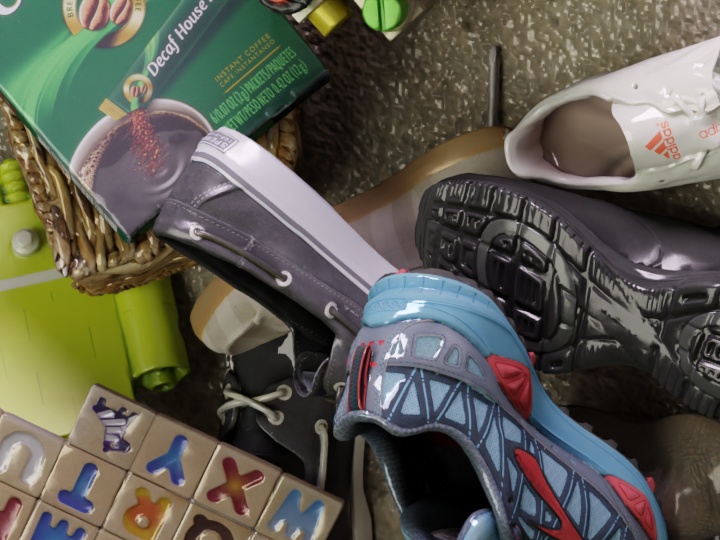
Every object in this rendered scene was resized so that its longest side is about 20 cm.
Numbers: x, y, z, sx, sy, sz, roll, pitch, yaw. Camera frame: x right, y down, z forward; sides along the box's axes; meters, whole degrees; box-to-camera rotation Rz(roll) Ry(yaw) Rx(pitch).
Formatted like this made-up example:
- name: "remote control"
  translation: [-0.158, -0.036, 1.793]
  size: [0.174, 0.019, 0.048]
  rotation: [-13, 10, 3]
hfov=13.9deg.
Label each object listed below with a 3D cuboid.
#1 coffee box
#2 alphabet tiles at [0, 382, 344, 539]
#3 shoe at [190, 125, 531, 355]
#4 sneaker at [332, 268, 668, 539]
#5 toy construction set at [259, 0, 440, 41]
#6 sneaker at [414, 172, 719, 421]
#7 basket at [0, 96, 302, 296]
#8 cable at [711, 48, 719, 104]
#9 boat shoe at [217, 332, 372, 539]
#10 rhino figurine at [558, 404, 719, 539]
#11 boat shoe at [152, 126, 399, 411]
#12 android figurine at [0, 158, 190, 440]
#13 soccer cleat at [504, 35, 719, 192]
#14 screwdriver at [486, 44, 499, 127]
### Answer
- name: "coffee box"
  translation: [-0.123, -0.124, 1.323]
  size: [0.200, 0.123, 0.044]
  rotation: [51, 177, 1]
- name: "alphabet tiles"
  translation: [-0.132, 0.138, 1.433]
  size: [0.200, 0.008, 0.167]
  rotation: [25, 109, -3]
- name: "shoe"
  translation: [0.000, 0.000, 1.346]
  size: [0.200, 0.070, 0.053]
  rotation: [-30, 72, 35]
- name: "sneaker"
  translation: [0.052, 0.096, 1.231]
  size: [0.079, 0.096, 0.200]
  rotation: [-15, 126, 43]
- name: "toy construction set"
  translation: [-0.007, -0.182, 1.291]
  size: [0.131, 0.092, 0.200]
  rotation: [-42, 74, 19]
- name: "sneaker"
  translation: [0.117, 0.007, 1.249]
  size: [0.200, 0.091, 0.076]
  rotation: [23, 116, 20]
- name: "basket"
  translation: [-0.105, -0.101, 1.419]
  size: [0.149, 0.143, 0.200]
  rotation: [109, 141, -86]
- name: "cable"
  translation: [0.231, -0.024, 1.100]
  size: [0.200, 0.069, 0.200]
  rotation: [31, 165, 19]
- name: "boat shoe"
  translation: [-0.040, 0.082, 1.446]
  size: [0.074, 0.060, 0.200]
  rotation: [10, 112, 38]
- name: "rhino figurine"
  translation: [0.142, 0.102, 1.295]
  size: [0.200, 0.060, 0.088]
  rotation: [2, 109, 39]
- name: "boat shoe"
  translation: [-0.009, 0.025, 1.277]
  size: [0.200, 0.066, 0.070]
  rotation: [44, 166, -22]
- name: "android figurine"
  translation: [-0.181, 0.037, 1.494]
  size: [0.041, 0.182, 0.200]
  rotation: [87, 171, -66]
- name: "soccer cleat"
  translation: [0.149, -0.066, 1.215]
  size: [0.200, 0.078, 0.069]
  rotation: [-15, 95, 43]
- name: "screwdriver"
  translation: [0.057, -0.005, 1.360]
  size: [0.029, 0.028, 0.200]
  rotation: [-155, 62, -67]
